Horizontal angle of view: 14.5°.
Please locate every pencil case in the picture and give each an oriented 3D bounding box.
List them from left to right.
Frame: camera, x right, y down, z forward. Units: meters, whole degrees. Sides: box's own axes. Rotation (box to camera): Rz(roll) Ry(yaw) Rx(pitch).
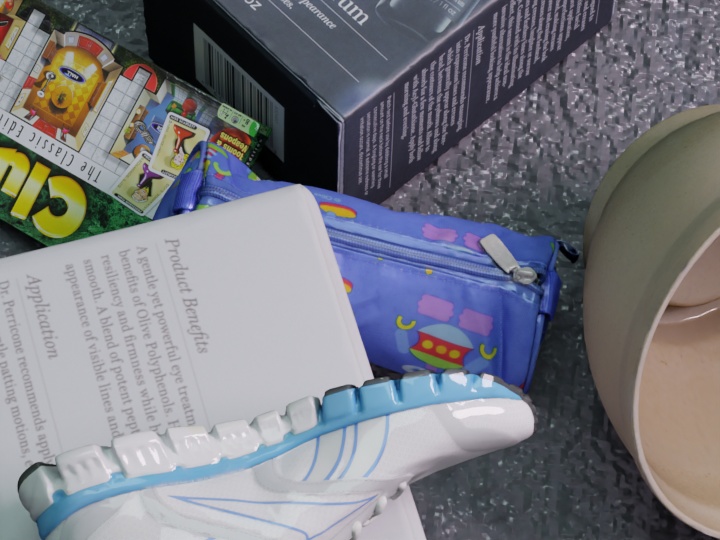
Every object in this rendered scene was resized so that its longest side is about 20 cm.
[{"bbox_3d":[0.000,0.000,1.319,0.199,0.087,0.078,16,59,-6],"label":"pencil case"}]

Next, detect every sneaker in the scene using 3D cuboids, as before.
[{"bbox_3d":[-0.024,0.095,1.077,0.199,0.075,0.087,-15,77,-7],"label":"sneaker"}]

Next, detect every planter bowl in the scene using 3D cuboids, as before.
[{"bbox_3d":[0.181,0.006,1.297,0.199,0.201,0.135,-22,35,-14],"label":"planter bowl"}]

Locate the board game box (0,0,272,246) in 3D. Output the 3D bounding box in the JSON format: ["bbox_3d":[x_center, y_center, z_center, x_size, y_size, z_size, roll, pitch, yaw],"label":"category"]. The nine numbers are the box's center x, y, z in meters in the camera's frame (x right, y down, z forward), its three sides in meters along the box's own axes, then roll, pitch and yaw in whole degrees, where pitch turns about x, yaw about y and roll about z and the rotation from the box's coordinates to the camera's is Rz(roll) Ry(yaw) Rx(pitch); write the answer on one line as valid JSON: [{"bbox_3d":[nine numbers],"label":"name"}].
[{"bbox_3d":[-0.152,-0.071,1.389,0.199,0.023,0.105,29,95,15],"label":"board game box"}]

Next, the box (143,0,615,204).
[{"bbox_3d":[0.012,-0.146,1.412,0.200,0.107,0.148,-39,67,-22],"label":"box"}]

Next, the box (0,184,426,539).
[{"bbox_3d":[-0.073,0.109,1.210,0.170,0.200,0.200,-14,62,-8],"label":"box"}]
